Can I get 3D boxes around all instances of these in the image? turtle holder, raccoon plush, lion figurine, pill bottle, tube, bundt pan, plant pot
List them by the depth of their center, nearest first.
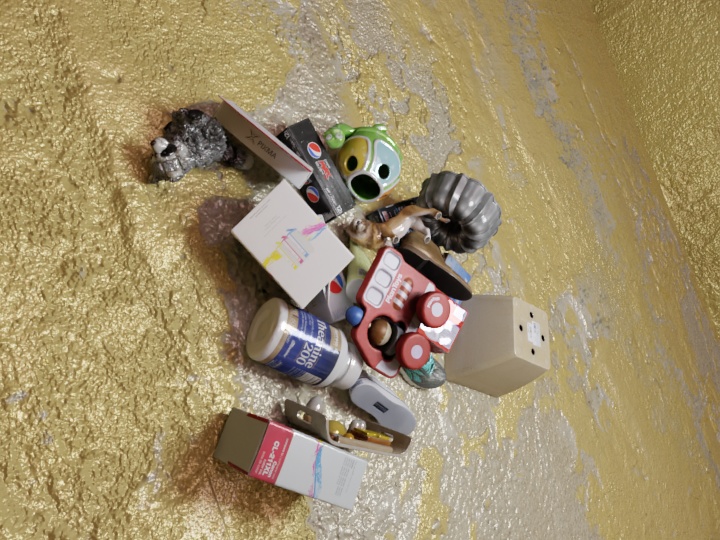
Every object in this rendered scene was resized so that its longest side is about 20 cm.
[{"bbox_3d":[-0.270,-0.184,1.022,0.198,0.096,0.137,23,67,-34],"label":"raccoon plush"},{"bbox_3d":[-0.092,0.137,1.043,0.198,0.110,0.113,30,56,-31],"label":"pill bottle"},{"bbox_3d":[0.000,0.000,1.181,0.201,0.051,0.059,-86,178,-65],"label":"tube"},{"bbox_3d":[0.076,-0.092,1.234,0.197,0.122,0.074,-21,126,-23],"label":"lion figurine"},{"bbox_3d":[0.012,-0.229,1.236,0.133,0.138,0.188,-79,159,-44],"label":"turtle holder"},{"bbox_3d":[0.202,-0.113,1.288,0.202,0.200,0.076,46,58,-19],"label":"bundt pan"},{"bbox_3d":[0.325,0.162,1.370,0.197,0.176,0.204,23,60,-33],"label":"plant pot"}]

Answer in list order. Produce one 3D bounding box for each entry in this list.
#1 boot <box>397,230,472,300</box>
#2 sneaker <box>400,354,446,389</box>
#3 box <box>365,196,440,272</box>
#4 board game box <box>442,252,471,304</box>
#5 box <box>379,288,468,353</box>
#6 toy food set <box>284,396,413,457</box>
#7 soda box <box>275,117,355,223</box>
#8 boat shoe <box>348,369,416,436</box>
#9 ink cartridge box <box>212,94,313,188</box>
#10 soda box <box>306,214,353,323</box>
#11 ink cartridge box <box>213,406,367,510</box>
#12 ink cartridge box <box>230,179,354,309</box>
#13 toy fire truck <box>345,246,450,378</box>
[{"bbox_3d":[0.172,-0.012,1.289,0.199,0.073,0.076,38,52,-11],"label":"boot"},{"bbox_3d":[0.118,0.188,1.226,0.199,0.090,0.079,36,66,-27],"label":"sneaker"},{"bbox_3d":[0.110,-0.056,1.345,0.157,0.046,0.204,-22,90,-45],"label":"box"},{"bbox_3d":[0.186,0.073,1.341,0.103,0.019,0.203,40,65,-35],"label":"board game box"},{"bbox_3d":[0.109,0.076,1.221,0.198,0.095,0.101,35,74,-14],"label":"box"},{"bbox_3d":[-0.021,0.267,1.030,0.197,0.142,0.062,22,78,-34],"label":"toy food set"},{"bbox_3d":[-0.093,-0.198,1.201,0.070,0.063,0.203,-35,100,-44],"label":"soda box"},{"bbox_3d":[0.044,0.253,1.153,0.201,0.073,0.066,52,10,-36],"label":"boat shoe"},{"bbox_3d":[-0.173,-0.225,1.054,0.199,0.045,0.176,39,7,-10],"label":"ink cartridge box"},{"bbox_3d":[-0.081,0.002,1.133,0.063,0.068,0.204,-16,86,-44],"label":"soda box"},{"bbox_3d":[-0.109,0.297,0.936,0.198,0.145,0.084,32,69,-29],"label":"ink cartridge box"},{"bbox_3d":[-0.106,-0.031,1.024,0.125,0.129,0.200,-43,92,-5],"label":"ink cartridge box"},{"bbox_3d":[0.055,0.080,1.079,0.167,0.112,0.203,34,78,-23],"label":"toy fire truck"}]
